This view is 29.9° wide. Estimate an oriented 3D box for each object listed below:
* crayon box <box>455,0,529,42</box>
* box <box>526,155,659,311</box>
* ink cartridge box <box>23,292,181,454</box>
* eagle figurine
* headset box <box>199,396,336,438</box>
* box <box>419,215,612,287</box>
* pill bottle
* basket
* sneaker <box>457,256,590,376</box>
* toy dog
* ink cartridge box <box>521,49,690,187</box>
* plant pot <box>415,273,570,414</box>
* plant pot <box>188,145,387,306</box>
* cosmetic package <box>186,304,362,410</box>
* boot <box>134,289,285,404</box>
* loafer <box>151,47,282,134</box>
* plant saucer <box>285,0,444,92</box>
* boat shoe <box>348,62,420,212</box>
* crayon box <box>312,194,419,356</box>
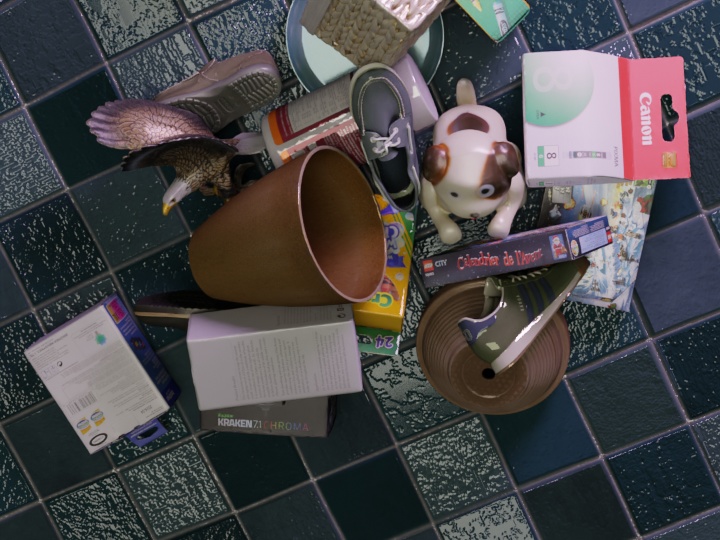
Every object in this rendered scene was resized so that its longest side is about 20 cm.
[{"bbox_3d":[0.117,-0.367,1.621,0.058,0.119,0.200,-43,95,14],"label":"crayon box"},{"bbox_3d":[0.293,-0.058,1.715,0.136,0.040,0.201,11,105,4],"label":"box"},{"bbox_3d":[-0.337,0.152,1.816,0.136,0.076,0.200,-30,97,13],"label":"ink cartridge box"},{"bbox_3d":[-0.215,-0.140,1.651,0.151,0.151,0.200,-19,137,32],"label":"eagle figurine"},{"bbox_3d":[-0.118,0.106,1.773,0.173,0.093,0.201,4,103,5],"label":"headset box"},{"bbox_3d":[0.190,-0.023,1.650,0.199,0.136,0.038,-12,94,32],"label":"box"},{"bbox_3d":[-0.012,-0.182,1.657,0.199,0.110,0.110,-24,100,12],"label":"pill bottle"},{"bbox_3d":[0.029,-0.317,1.523,0.123,0.200,0.136,42,75,-1],"label":"basket"},{"bbox_3d":[0.196,0.029,1.650,0.090,0.067,0.200,42,65,1],"label":"sneaker"},{"bbox_3d":[0.141,-0.127,1.633,0.139,0.200,0.195,8,104,4],"label":"toy dog"},{"bbox_3d":[0.299,-0.188,1.652,0.199,0.050,0.162,-3,79,9],"label":"ink cartridge box"},{"bbox_3d":[0.166,0.111,1.723,0.200,0.093,0.202,4,116,9],"label":"plant pot"},{"bbox_3d":[-0.099,-0.031,1.609,0.199,0.186,0.187,-16,102,30],"label":"plant pot"},{"bbox_3d":[-0.102,0.099,1.627,0.199,0.071,0.102,-6,116,0],"label":"cosmetic package"},{"bbox_3d":[-0.184,0.101,1.695,0.199,0.077,0.139,4,108,5],"label":"boot"},{"bbox_3d":[-0.186,-0.225,1.722,0.199,0.070,0.075,-17,132,20],"label":"loafer"},{"bbox_3d":[0.006,-0.295,1.698,0.199,0.027,0.201,1,104,5],"label":"plant saucer"},{"bbox_3d":[0.035,-0.152,1.576,0.073,0.062,0.200,-17,135,-4],"label":"boat shoe"},{"bbox_3d":[0.000,0.000,1.695,0.125,0.052,0.201,7,65,2],"label":"crayon box"}]
